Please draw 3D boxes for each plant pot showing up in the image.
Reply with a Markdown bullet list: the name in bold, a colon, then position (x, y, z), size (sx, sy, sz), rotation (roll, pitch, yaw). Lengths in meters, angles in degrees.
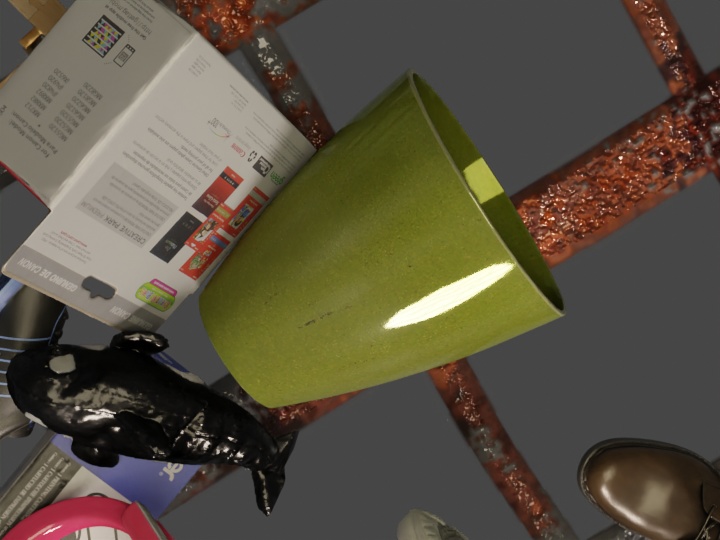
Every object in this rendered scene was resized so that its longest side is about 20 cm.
- **plant pot**: position (0.000, 0.000, 1.008), size (0.200, 0.187, 0.187), rotation (-32, 100, 11)

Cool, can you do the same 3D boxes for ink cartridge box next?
- **ink cartridge box**: position (-0.142, -0.064, 0.952), size (0.084, 0.200, 0.176), rotation (40, 89, 23)
- **ink cartridge box**: position (-0.182, 0.146, 1.055), size (0.094, 0.044, 0.200), rotation (39, 90, -12)

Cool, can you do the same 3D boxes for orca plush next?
- **orca plush**: position (-0.132, 0.111, 0.989), size (0.200, 0.071, 0.105), rotation (37, 106, -25)

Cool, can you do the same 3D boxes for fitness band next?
- **fitness band**: position (-0.164, 0.230, 0.965), size (0.144, 0.037, 0.200), rotation (-39, 56, 2)

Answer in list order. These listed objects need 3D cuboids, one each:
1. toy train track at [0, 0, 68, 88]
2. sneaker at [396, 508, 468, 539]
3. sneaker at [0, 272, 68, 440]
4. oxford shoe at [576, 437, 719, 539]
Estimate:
- **toy train track**: position (-0.161, -0.180, 1.028), size (0.200, 0.033, 0.115), rotation (-44, 94, -7)
- **sneaker**: position (0.055, 0.259, 1.053), size (0.099, 0.200, 0.078), rotation (-39, 142, 22)
- **sneaker**: position (-0.229, 0.057, 1.029), size (0.078, 0.070, 0.200), rotation (36, 97, -15)
- **oxford shoe**: position (0.250, 0.178, 1.102), size (0.200, 0.084, 0.073), rotation (25, 95, -9)
